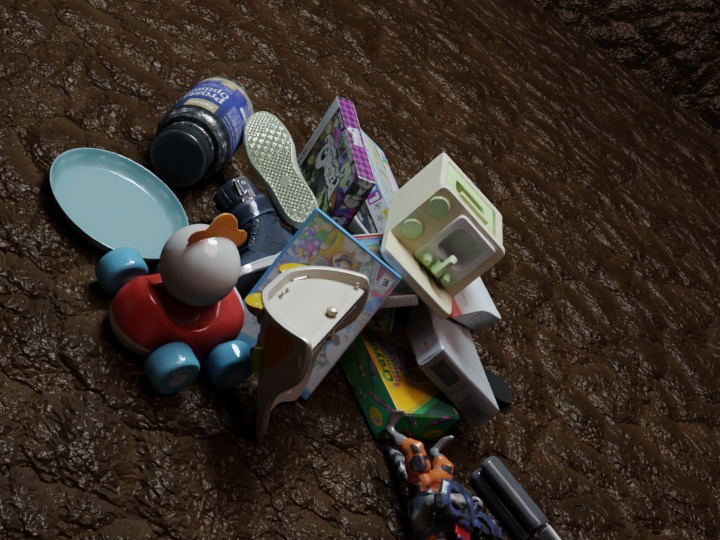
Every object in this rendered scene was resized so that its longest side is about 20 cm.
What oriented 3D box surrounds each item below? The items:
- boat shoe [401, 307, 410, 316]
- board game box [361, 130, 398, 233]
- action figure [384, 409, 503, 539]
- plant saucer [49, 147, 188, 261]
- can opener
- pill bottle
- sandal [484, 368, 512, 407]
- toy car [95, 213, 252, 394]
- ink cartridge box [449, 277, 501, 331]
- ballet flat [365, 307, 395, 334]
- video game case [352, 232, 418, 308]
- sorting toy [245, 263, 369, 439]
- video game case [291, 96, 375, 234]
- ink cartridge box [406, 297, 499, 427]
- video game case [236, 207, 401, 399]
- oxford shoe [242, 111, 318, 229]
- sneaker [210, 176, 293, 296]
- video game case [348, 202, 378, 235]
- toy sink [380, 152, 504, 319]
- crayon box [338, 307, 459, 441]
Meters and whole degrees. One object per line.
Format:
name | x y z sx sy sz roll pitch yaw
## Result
boat shoe | 0.139 0.054 1.821 0.199 0.068 0.072 0 48 -51
board game box | 0.034 -0.126 1.886 0.134 0.034 0.202 36 29 -63
action figure | 0.098 0.294 1.468 0.200 0.104 0.195 48 24 -46
plant saucer | -0.319 -0.082 1.535 0.199 0.027 0.201 28 32 -20
can opener | 0.217 0.337 1.544 0.066 0.053 0.201 -6 53 -50
pill bottle | -0.231 -0.201 1.704 0.111 0.112 0.200 35 30 -6
sandal | 0.155 0.141 1.742 0.199 0.045 0.076 26 34 -23
toy car | -0.187 0.011 1.385 0.176 0.200 0.185 1 47 -47
ink cartridge box | 0.128 -0.004 1.703 0.161 0.047 0.200 65 13 21
ballet flat | 0.029 0.022 1.633 0.072 0.072 0.201 36 26 -5
video game case | 0.000 0.000 1.594 0.141 0.018 0.201 -5 27 0
sorting toy | -0.085 0.104 1.403 0.106 0.182 0.200 20 26 13
video game case | -0.050 -0.131 1.741 0.036 0.182 0.201 17 37 -27
ink cartridge box | 0.116 0.100 1.641 0.163 0.057 0.201 47 13 -37
video game case | -0.063 0.043 1.491 0.143 0.201 0.018 38 5 -1
oxford shoe | -0.118 -0.141 1.701 0.075 0.058 0.201 -24 71 -9
sneaker | -0.165 -0.049 1.596 0.147 0.077 0.202 54 22 2
video game case | 0.005 -0.094 1.835 0.182 0.023 0.201 51 17 -41
toy sink | 0.115 -0.052 1.568 0.130 0.112 0.200 45 22 -13
crayon box | 0.040 0.137 1.607 0.118 0.058 0.201 9 42 -42
